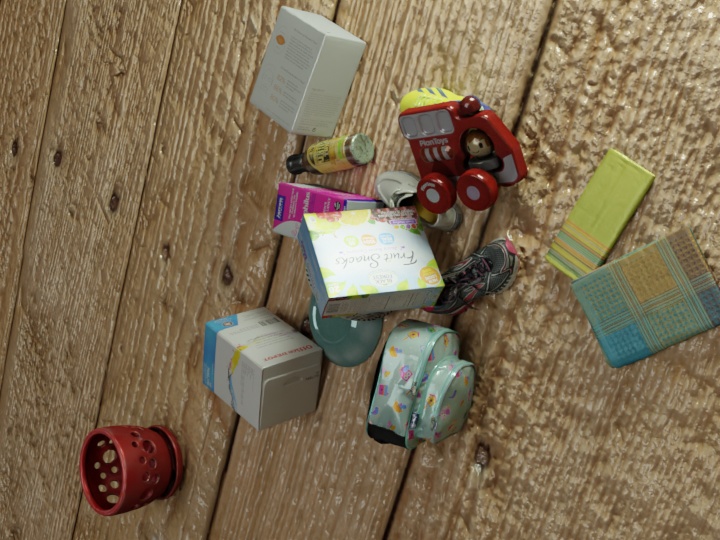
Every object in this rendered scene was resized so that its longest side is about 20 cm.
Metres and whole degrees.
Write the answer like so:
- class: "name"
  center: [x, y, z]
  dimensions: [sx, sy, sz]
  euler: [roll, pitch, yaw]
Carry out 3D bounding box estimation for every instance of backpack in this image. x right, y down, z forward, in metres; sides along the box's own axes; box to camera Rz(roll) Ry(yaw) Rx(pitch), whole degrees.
- class: "backpack"
  center: [0.103, 0.185, 1.545]
  dimensions: [0.153, 0.176, 0.200]
  euler: [7, 94, 28]

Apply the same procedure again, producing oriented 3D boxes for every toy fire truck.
- class: "toy fire truck"
  center: [0.161, -0.190, 1.480]
  dimensions: [0.200, 0.112, 0.168]
  euler: [-1, 119, 44]

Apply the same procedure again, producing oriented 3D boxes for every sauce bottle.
- class: "sauce bottle"
  center: [-0.064, -0.216, 1.784]
  dimensions: [0.200, 0.065, 0.065]
  euler: [-8, 85, 44]

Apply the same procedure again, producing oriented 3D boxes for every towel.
- class: "towel"
  center: [0.412, 0.042, 1.332]
  dimensions: [0.200, 0.022, 0.147]
  euler: [-32, 75, 38]
- class: "towel"
  center: [0.357, -0.076, 1.397]
  dimensions: [0.086, 0.018, 0.200]
  euler: [41, 117, 31]

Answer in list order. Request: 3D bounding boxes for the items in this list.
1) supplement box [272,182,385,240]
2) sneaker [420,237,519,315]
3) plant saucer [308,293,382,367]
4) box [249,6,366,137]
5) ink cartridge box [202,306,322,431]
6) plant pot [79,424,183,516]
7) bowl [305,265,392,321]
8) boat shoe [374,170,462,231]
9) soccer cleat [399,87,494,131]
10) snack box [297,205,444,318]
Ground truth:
- class: "supplement box"
  center: [-0.062, -0.100, 1.757]
  dimensions: [0.200, 0.103, 0.101]
  euler: [18, 104, 45]
- class: "sneaker"
  center: [0.180, 0.018, 1.534]
  dimensions: [0.200, 0.075, 0.081]
  euler: [-42, 62, 36]
- class: "plant saucer"
  center: [-0.042, 0.086, 1.782]
  dimensions: [0.201, 0.039, 0.201]
  euler: [2, 92, 45]
- class: "box"
  center: [-0.103, -0.379, 1.792]
  dimensions: [0.152, 0.106, 0.200]
  euler: [41, 118, 37]
- class: "ink cartridge box"
  center: [-0.196, 0.190, 1.845]
  dimensions: [0.200, 0.147, 0.146]
  euler: [31, 124, 41]
- class: "plant pot"
  center: [-0.523, 0.454, 2.166]
  dimensions: [0.200, 0.182, 0.201]
  euler: [0, 90, 46]
- class: "bowl"
  center: [0.000, 0.000, 1.621]
  dimensions: [0.201, 0.094, 0.201]
  euler: [0, 100, 1]
- class: "boat shoe"
  center: [0.084, -0.122, 1.631]
  dimensions: [0.200, 0.070, 0.071]
  euler: [36, 115, 38]
- class: "soccer cleat"
  center: [0.133, -0.274, 1.571]
  dimensions: [0.200, 0.084, 0.065]
  euler: [22, 105, 43]
- class: "snack box"
  center: [0.015, -0.016, 1.517]
  dimensions: [0.068, 0.200, 0.169]
  euler: [111, 148, -52]
